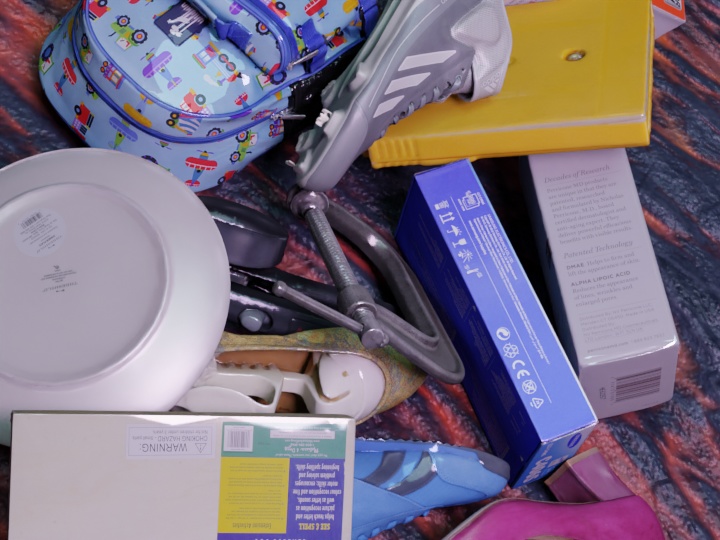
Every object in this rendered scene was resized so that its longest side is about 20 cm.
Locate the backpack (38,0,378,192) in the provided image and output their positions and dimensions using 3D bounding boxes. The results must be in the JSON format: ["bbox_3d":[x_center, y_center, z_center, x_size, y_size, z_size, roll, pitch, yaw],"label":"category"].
[{"bbox_3d":[-0.109,-0.159,1.075,0.183,0.135,0.200,47,58,10],"label":"backpack"}]

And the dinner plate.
[{"bbox_3d":[-0.178,0.011,0.964,0.199,0.024,0.201,-1,65,3],"label":"dinner plate"}]

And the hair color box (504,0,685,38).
[{"bbox_3d":[0.140,-0.223,1.199,0.199,0.101,0.062,19,60,-34],"label":"hair color box"}]

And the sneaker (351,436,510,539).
[{"bbox_3d":[-0.001,0.141,0.989,0.199,0.066,0.079,6,76,-21],"label":"sneaker"}]

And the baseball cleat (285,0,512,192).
[{"bbox_3d":[0.037,-0.122,1.043,0.106,0.070,0.201,34,79,-18],"label":"baseball cleat"}]

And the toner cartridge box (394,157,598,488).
[{"bbox_3d":[0.086,0.035,1.058,0.043,0.095,0.201,-19,69,-15],"label":"toner cartridge box"}]

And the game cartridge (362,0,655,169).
[{"bbox_3d":[0.105,-0.134,1.122,0.199,0.033,0.177,-5,36,16],"label":"game cartridge"}]

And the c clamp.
[{"bbox_3d":[0.000,0.000,1.011,0.171,0.027,0.200,35,16,-27],"label":"c clamp"}]

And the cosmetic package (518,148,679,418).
[{"bbox_3d":[0.162,-0.010,1.108,0.074,0.102,0.201,-13,62,1],"label":"cosmetic package"}]

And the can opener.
[{"bbox_3d":[-0.043,0.023,1.038,0.199,0.079,0.064,26,46,-18],"label":"can opener"}]

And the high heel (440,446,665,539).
[{"bbox_3d":[0.113,0.187,0.999,0.199,0.068,0.096,-25,70,-32],"label":"high heel"}]

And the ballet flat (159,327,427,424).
[{"bbox_3d":[-0.047,0.072,0.997,0.199,0.071,0.071,5,59,-16],"label":"ballet flat"}]

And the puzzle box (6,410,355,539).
[{"bbox_3d":[-0.102,0.148,0.911,0.199,0.025,0.134,3,90,-15],"label":"puzzle box"}]
